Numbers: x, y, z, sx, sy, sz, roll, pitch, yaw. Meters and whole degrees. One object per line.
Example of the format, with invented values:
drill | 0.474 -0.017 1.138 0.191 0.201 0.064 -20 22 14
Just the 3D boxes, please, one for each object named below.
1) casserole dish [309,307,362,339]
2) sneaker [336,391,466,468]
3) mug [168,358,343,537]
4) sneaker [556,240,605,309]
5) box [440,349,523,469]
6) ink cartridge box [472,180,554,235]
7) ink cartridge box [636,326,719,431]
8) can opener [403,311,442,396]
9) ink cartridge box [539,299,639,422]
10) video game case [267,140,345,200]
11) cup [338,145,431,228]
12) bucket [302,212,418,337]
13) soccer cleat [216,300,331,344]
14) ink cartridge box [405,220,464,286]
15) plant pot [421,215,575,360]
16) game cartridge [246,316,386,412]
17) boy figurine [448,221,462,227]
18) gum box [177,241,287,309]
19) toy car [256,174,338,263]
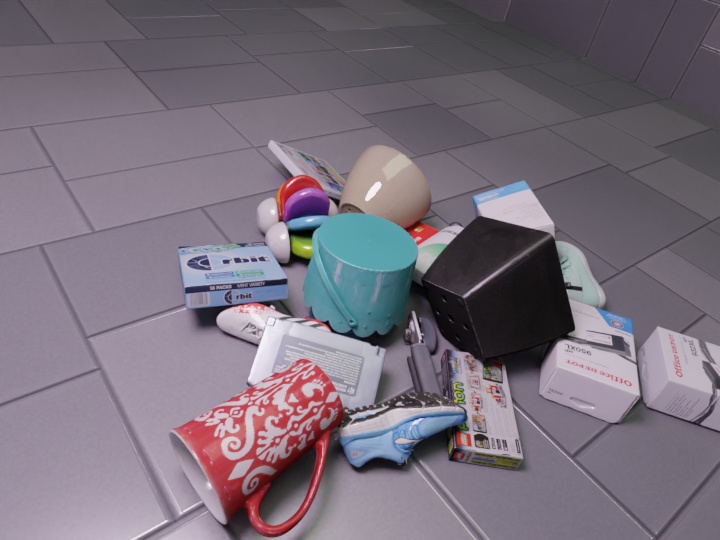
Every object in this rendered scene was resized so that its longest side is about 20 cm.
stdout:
casserole dish | -0.009 0.057 1.035 0.121 0.039 0.200 31 42 20
sneaker | 0.064 0.240 0.809 0.199 0.090 0.078 -10 5 -13
mug | -0.121 0.233 0.725 0.200 0.133 0.178 -30 98 -33
sneaker | 0.437 0.003 1.188 0.118 0.074 0.201 3 42 -21
box | 0.194 0.222 0.895 0.110 0.035 0.200 10 39 -4
ink cartridge box | 0.338 -0.079 1.187 0.125 0.129 0.200 -15 38 6
ink cartridge box | 0.632 0.205 0.995 0.200 0.084 0.145 18 40 6
can opener | 0.118 0.153 0.943 0.067 0.053 0.200 1 42 -12
ink cartridge box | 0.416 0.157 0.994 0.144 0.084 0.200 18 40 8
video game case | -0.108 -0.234 1.311 0.182 0.024 0.200 11 30 -47
cup | 0.035 -0.152 1.199 0.200 0.200 0.143 31 61 21
bucket | 0.000 0.000 0.961 0.207 0.135 0.207 10 35 -7
soccer cleat | -0.145 0.107 0.916 0.199 0.069 0.085 12 35 -8
ink cartridge box | 0.134 -0.051 1.136 0.161 0.050 0.200 -32 44 -25
plant pot | 0.231 0.043 0.971 0.177 0.200 0.200 -31 25 -17
game cartridge | -0.069 0.160 0.853 0.199 0.042 0.133 17 70 -2
boy figurine | 0.223 -0.027 1.179 0.124 0.065 0.200 13 40 2
gum box | -0.237 0.002 0.985 0.169 0.045 0.200 -5 24 -20
toy car | -0.115 -0.115 1.122 0.175 0.150 0.200 -5 42 -21
